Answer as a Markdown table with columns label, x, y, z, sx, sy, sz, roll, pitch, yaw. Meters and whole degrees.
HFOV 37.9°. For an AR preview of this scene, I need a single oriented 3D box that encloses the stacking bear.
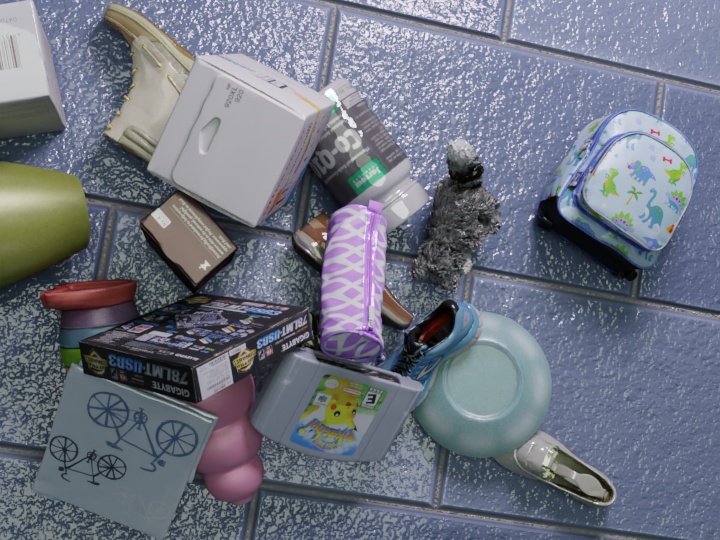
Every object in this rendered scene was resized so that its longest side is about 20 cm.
| label | x | y | z | sx | sy | sz | roll | pitch | yaw |
| --- | --- | --- | --- | --- | --- | --- | --- | --- | --- |
| stacking bear | -0.327 | 0.117 | 1.322 | 0.113 | 0.121 | 0.201 | -5 | 96 | -4 |

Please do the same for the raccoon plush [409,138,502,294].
| label | x | y | z | sx | sy | sz | roll | pitch | yaw |
| --- | --- | --- | --- | --- | --- | --- | --- | --- | --- |
| raccoon plush | 0.107 | -0.066 | 1.390 | 0.134 | 0.096 | 0.200 | -57 | 141 | -22 |

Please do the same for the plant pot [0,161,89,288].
| label | x | y | z | sx | sy | sz | roll | pitch | yaw |
| --- | --- | --- | --- | --- | --- | --- | --- | --- | --- |
| plant pot | -0.443 | -0.059 | 1.288 | 0.199 | 0.187 | 0.188 | -10 | 88 | -26 |

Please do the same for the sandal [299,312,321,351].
| label | x | y | z | sx | sy | sz | roll | pitch | yaw |
| --- | --- | --- | --- | --- | --- | --- | --- | --- | --- |
| sandal | -0.114 | 0.083 | 1.391 | 0.200 | 0.057 | 0.080 | 17 | 86 | 6 |

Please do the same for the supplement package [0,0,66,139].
| label | x | y | z | sx | sy | sz | roll | pitch | yaw |
| --- | --- | --- | --- | --- | --- | --- | --- | --- | --- |
| supplement package | -0.435 | -0.237 | 1.276 | 0.116 | 0.200 | 0.118 | -12 | 88 | -12 |

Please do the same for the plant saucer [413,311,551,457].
| label | x | y | z | sx | sy | sz | roll | pitch | yaw |
| --- | --- | --- | --- | --- | --- | --- | --- | --- | --- |
| plant saucer | 0.164 | 0.151 | 1.423 | 0.200 | 0.039 | 0.202 | 0 | 78 | 0 |

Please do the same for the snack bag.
| label | x | y | z | sx | sy | sz | roll | pitch | yaw |
| --- | --- | --- | --- | --- | --- | --- | --- | --- | --- |
| snack bag | -0.291 | 0.226 | 1.287 | 0.188 | 0.021 | 0.201 | 22 | 110 | -4 |

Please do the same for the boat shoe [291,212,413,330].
| label | x | y | z | sx | sy | sz | roll | pitch | yaw |
| --- | --- | --- | --- | --- | --- | --- | --- | --- | --- |
| boat shoe | 0.000 | 0.000 | 1.408 | 0.200 | 0.076 | 0.072 | 42 | 77 | -7 |

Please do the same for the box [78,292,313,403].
| label | x | y | z | sx | sy | sz | roll | pitch | yaw |
| --- | --- | --- | --- | --- | --- | --- | --- | --- | --- |
| box | -0.193 | 0.084 | 1.241 | 0.198 | 0.199 | 0.050 | -24 | 114 | -49 |

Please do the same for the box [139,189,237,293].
| label | x | y | z | sx | sy | sz | roll | pitch | yaw |
| --- | --- | --- | --- | --- | --- | --- | --- | --- | --- |
| box | -0.214 | -0.034 | 1.303 | 0.075 | 0.200 | 0.100 | -42 | 94 | -8 |

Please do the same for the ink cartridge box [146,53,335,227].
| label | x | y | z | sx | sy | sz | roll | pitch | yaw |
| --- | --- | --- | --- | --- | --- | --- | --- | --- | --- |
| ink cartridge box | -0.136 | -0.161 | 1.254 | 0.144 | 0.200 | 0.148 | 27 | 106 | 2 |

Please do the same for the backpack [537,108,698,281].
| label | x | y | z | sx | sy | sz | roll | pitch | yaw |
| --- | --- | --- | --- | --- | --- | --- | --- | --- | --- |
| backpack | 0.371 | -0.118 | 1.452 | 0.183 | 0.147 | 0.201 | 32 | 78 | -9 |

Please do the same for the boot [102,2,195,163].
| label | x | y | z | sx | sy | sz | roll | pitch | yaw |
| --- | --- | --- | --- | --- | --- | --- | --- | --- | --- |
| boot | -0.292 | -0.240 | 1.370 | 0.200 | 0.072 | 0.155 | 39 | 90 | 7 |

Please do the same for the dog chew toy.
| label | x | y | z | sx | sy | sz | roll | pitch | yaw |
| --- | --- | --- | --- | --- | --- | --- | --- | --- | --- |
| dog chew toy | -0.181 | 0.203 | 1.337 | 0.124 | 0.125 | 0.201 | -19 | 97 | -12 |

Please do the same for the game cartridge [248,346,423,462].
| label | x | y | z | sx | sy | sz | roll | pitch | yaw |
| --- | --- | --- | --- | --- | --- | --- | --- | --- | --- |
| game cartridge | -0.032 | 0.175 | 1.319 | 0.199 | 0.041 | 0.134 | 18 | 114 | -27 |

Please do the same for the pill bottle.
| label | x | y | z | sx | sy | sz | roll | pitch | yaw |
| --- | --- | --- | --- | --- | --- | --- | --- | --- | --- |
| pill bottle | -0.003 | -0.146 | 1.397 | 0.113 | 0.113 | 0.200 | -39 | 93 | -11 |

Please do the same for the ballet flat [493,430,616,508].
| label | x | y | z | sx | sy | sz | roll | pitch | yaw |
| --- | --- | --- | --- | --- | --- | --- | --- | --- | --- |
| ballet flat | 0.269 | 0.269 | 1.443 | 0.199 | 0.069 | 0.070 | 29 | 81 | -7 |

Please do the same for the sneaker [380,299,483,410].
| label | x | y | z | sx | sy | sz | roll | pitch | yaw |
| --- | --- | --- | --- | --- | --- | --- | --- | --- | --- |
| sneaker | 0.069 | 0.110 | 1.383 | 0.200 | 0.090 | 0.078 | -49 | 58 | 2 |

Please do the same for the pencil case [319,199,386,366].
| label | x | y | z | sx | sy | sz | roll | pitch | yaw |
| --- | --- | --- | --- | --- | --- | --- | --- | --- | --- |
| pencil case | -0.007 | 0.016 | 1.303 | 0.084 | 0.086 | 0.201 | 13 | 56 | -21 |
